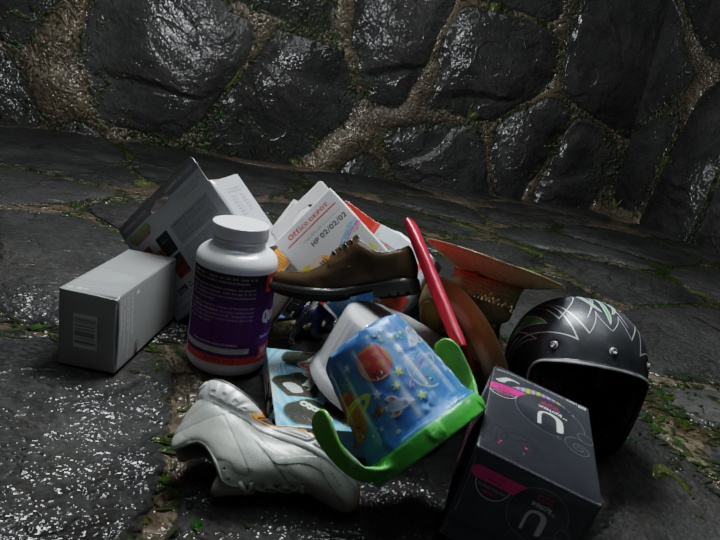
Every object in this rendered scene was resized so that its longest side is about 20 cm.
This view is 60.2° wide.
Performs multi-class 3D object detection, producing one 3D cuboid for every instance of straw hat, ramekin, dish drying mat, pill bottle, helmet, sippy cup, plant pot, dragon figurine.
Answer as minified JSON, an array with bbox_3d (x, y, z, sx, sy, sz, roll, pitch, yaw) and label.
[{"bbox_3d":[0.169,0.030,0.850,0.198,0.086,0.201,19,1,0],"label":"straw hat"},{"bbox_3d":[0.043,0.122,0.789,0.198,0.099,0.201,26,12,-6],"label":"ramekin"},{"bbox_3d":[0.096,0.027,0.774,0.018,0.077,0.202,-20,53,4],"label":"dish drying mat"},{"bbox_3d":[-0.173,0.033,0.849,0.111,0.203,0.113,10,16,-3],"label":"pill bottle"},{"bbox_3d":[0.285,0.129,0.832,0.197,0.193,0.200,12,14,-3],"label":"helmet"},{"bbox_3d":[0.035,0.122,0.624,0.131,0.139,0.178,56,12,15],"label":"sippy cup"},{"bbox_3d":[0.134,0.106,0.859,0.027,0.202,0.200,-24,28,-17],"label":"plant pot"},{"bbox_3d":[-0.070,0.055,1.026,0.058,0.101,0.199,18,18,26],"label":"dragon figurine"}]

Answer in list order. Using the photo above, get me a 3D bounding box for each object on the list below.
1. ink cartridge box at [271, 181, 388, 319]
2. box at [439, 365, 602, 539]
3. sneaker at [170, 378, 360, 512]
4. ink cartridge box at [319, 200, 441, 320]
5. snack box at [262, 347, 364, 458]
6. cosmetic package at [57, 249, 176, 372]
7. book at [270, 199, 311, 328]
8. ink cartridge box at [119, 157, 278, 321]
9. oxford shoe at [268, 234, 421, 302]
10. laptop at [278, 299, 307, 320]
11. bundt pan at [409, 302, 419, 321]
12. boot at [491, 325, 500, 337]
[{"bbox_3d":[-0.040,-0.031,0.894,0.200,0.115,0.068,48,2,13],"label":"ink cartridge box"},{"bbox_3d":[0.168,0.202,0.650,0.121,0.107,0.200,23,18,10],"label":"box"},{"bbox_3d":[-0.097,0.197,0.616,0.198,0.076,0.092,27,52,11],"label":"sneaker"},{"bbox_3d":[0.000,0.000,0.948,0.199,0.163,0.050,36,-1,19],"label":"ink cartridge box"},{"bbox_3d":[-0.060,0.161,0.785,0.114,0.038,0.200,9,16,-15],"label":"snack box"},{"bbox_3d":[-0.331,0.049,0.865,0.089,0.108,0.200,10,18,5],"label":"cosmetic package"},{"bbox_3d":[-0.133,-0.015,0.999,0.048,0.201,0.133,40,-6,-37],"label":"book"},{"bbox_3d":[-0.251,-0.053,0.969,0.177,0.199,0.084,55,24,0],"label":"ink cartridge box"},{"bbox_3d":[-0.023,-0.001,0.816,0.197,0.086,0.073,-5,-4,-2],"label":"oxford shoe"},{"bbox_3d":[-0.173,0.006,1.112,0.176,0.201,0.103,29,-12,46],"label":"laptop"},{"bbox_3d":[0.071,0.057,1.044,0.201,0.076,0.202,40,-2,2],"label":"bundt pan"},{"bbox_3d":[0.182,0.077,1.200,0.171,0.070,0.200,9,9,4],"label":"boot"}]
